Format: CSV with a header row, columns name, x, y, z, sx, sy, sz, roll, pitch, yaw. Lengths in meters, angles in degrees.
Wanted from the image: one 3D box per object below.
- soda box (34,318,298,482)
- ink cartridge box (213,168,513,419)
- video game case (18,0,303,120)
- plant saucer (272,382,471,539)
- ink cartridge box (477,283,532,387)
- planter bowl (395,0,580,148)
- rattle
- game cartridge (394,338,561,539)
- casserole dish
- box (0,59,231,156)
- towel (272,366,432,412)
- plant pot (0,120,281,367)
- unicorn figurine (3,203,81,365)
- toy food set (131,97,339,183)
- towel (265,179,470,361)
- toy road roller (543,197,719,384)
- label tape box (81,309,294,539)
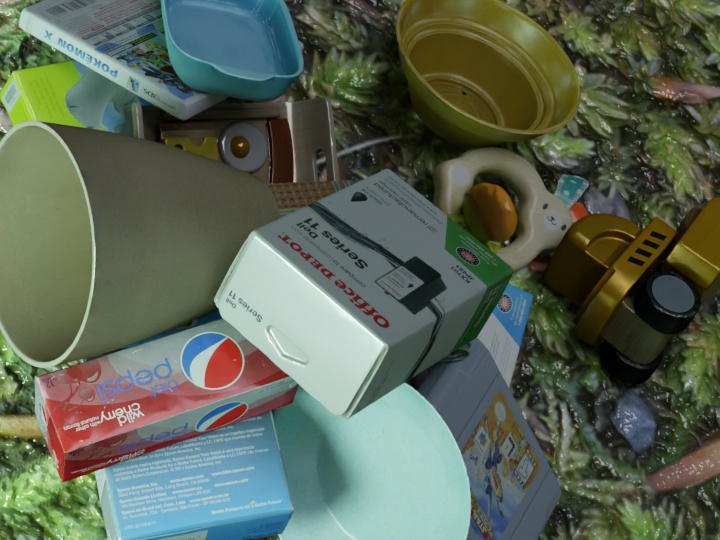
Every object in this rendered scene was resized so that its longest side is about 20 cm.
name,x,y,z,sx,sy,sz,roll,pitch,yaw
soda box,-0.150,0.095,1.404,0.200,0.063,0.070,-17,67,-19
ink cartridge box,0.005,0.014,1.419,0.147,0.083,0.200,40,35,16
video game case,-0.175,-0.211,1.618,0.182,0.022,0.200,30,33,16
plant saucer,0.010,0.172,1.467,0.201,0.201,0.039,57,31,11
ink cartridge box,0.045,0.039,1.628,0.200,0.068,0.115,26,58,-13
planter bowl,0.111,-0.181,1.774,0.200,0.084,0.201,15,45,-16
rattle,0.178,-0.067,1.718,0.200,0.143,0.130,5,63,-26
game cartridge,0.102,0.172,1.542,0.200,0.041,0.133,60,43,-30
casserole dish,-0.118,-0.205,1.584,0.121,0.039,0.200,8,33,-18
box,-0.206,-0.134,1.608,0.200,0.048,0.122,-17,75,-34
towel,-0.003,0.081,1.545,0.200,0.030,0.147,0,89,-15
plant pot,-0.168,-0.025,1.417,0.200,0.187,0.188,-4,65,-37
unicorn figurine,-0.259,-0.013,1.490,0.137,0.074,0.200,-25,82,-26
toy food set,-0.108,-0.080,1.585,0.200,0.060,0.144,-5,89,-35
towel,0.000,0.000,1.532,0.146,0.022,0.200,-3,50,-23
toy road roller,0.273,-0.004,1.750,0.146,0.123,0.200,38,52,10
label tape box,-0.147,0.124,1.463,0.143,0.066,0.200,-8,64,-16
